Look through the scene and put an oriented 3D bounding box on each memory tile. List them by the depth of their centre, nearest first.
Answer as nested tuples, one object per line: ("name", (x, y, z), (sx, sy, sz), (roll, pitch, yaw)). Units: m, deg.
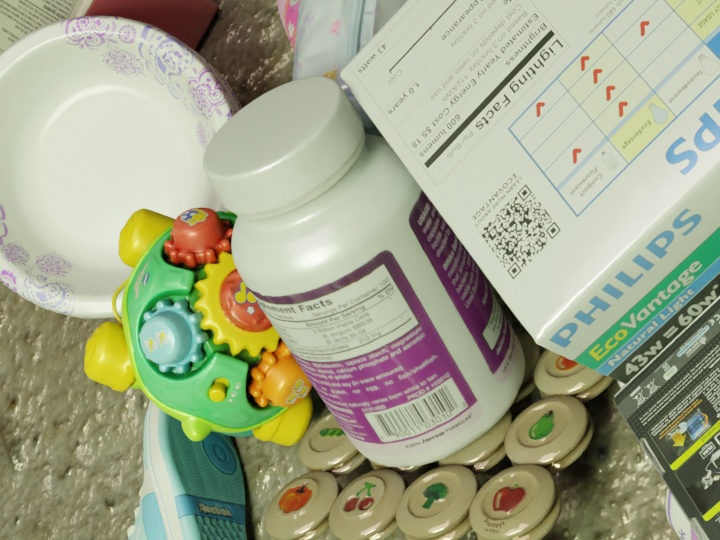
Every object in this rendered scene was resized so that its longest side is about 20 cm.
("memory tile", (0.043, 0.093, 0.941), (0.199, 0.017, 0.154), (-7, 39, 40))

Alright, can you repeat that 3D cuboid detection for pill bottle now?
("pill bottle", (0.000, 0.000, 0.897), (0.112, 0.201, 0.113), (-23, 30, 14))

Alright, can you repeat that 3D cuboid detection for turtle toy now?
("turtle toy", (-0.072, 0.006, 1.001), (0.101, 0.145, 0.201), (146, 141, -64))

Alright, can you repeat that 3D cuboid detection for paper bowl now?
("paper bowl", (-0.170, -0.068, 1.154), (0.199, 0.104, 0.202), (0, 89, 6))

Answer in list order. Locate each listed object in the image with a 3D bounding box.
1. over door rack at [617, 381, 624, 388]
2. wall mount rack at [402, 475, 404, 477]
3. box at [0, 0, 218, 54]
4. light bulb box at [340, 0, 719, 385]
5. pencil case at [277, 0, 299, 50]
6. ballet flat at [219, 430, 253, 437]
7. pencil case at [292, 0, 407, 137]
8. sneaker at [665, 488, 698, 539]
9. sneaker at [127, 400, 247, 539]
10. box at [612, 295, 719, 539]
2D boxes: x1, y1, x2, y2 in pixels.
("over door rack", (0.165, -0.039, 0.902), (0.148, 0.066, 0.201), (-42, 54, 20))
("wall mount rack", (0.011, 0.196, 0.936), (0.174, 0.075, 0.200), (-39, 45, -14))
("box", (-0.221, -0.153, 1.272), (0.128, 0.109, 0.201), (33, 96, 45))
("light bulb box", (0.130, -0.083, 0.820), (0.198, 0.125, 0.200), (-45, 54, 16))
("pencil case", (-0.003, -0.148, 1.091), (0.087, 0.087, 0.201), (-36, 52, 25))
("ballet flat", (-0.065, 0.007, 1.086), (0.067, 0.070, 0.201), (7, 76, 44))
("pencil case", (0.003, -0.144, 0.983), (0.091, 0.083, 0.201), (118, 161, -55))
("sneaker", (0.219, 0.063, 0.804), (0.201, 0.072, 0.114), (-54, 42, 10))
("sneaker", (-0.136, 0.180, 1.069), (0.130, 0.079, 0.201), (-33, 51, 26))
("box", (0.218, 0.043, 0.722), (0.200, 0.044, 0.160), (-46, 31, 12))
